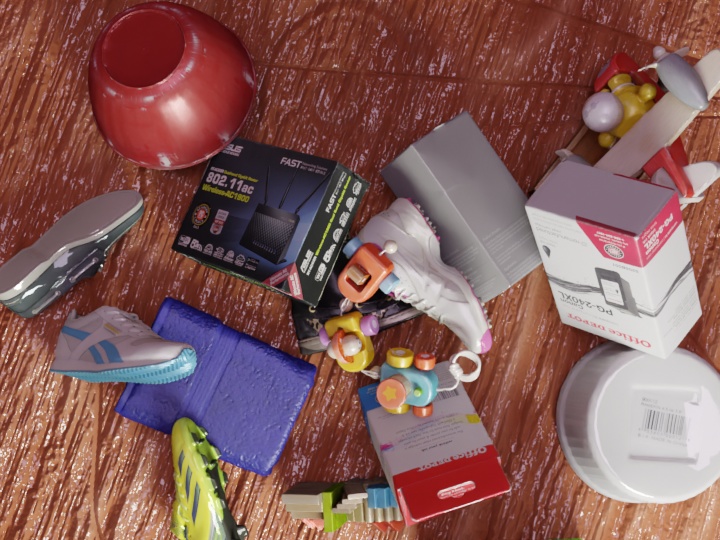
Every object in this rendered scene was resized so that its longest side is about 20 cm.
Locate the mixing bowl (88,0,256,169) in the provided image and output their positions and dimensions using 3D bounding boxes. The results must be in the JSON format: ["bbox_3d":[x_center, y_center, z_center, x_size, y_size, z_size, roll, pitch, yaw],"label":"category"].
[{"bbox_3d":[-0.226,-0.226,1.208,0.200,0.108,0.200,-2,73,8],"label":"mixing bowl"}]

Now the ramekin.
[{"bbox_3d":[0.339,0.177,1.258,0.200,0.098,0.201,0,86,-5],"label":"ramekin"}]

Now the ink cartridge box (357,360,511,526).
[{"bbox_3d":[0.082,0.202,1.187,0.116,0.200,0.067,-16,130,-7],"label":"ink cartridge box"}]

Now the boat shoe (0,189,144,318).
[{"bbox_3d":[-0.330,-0.019,1.244,0.200,0.073,0.062,-38,133,-13],"label":"boat shoe"}]

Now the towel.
[{"bbox_3d":[-0.166,0.135,1.246,0.200,0.050,0.148,25,91,-3],"label":"towel"}]

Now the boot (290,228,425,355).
[{"bbox_3d":[0.000,0.000,1.257,0.200,0.073,0.151,-21,88,-1],"label":"boot"}]

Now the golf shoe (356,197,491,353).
[{"bbox_3d":[0.069,0.018,1.197,0.091,0.075,0.200,-30,73,-12],"label":"golf shoe"}]

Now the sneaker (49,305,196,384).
[{"bbox_3d":[-0.263,0.081,1.184,0.200,0.076,0.081,-1,73,33],"label":"sneaker"}]

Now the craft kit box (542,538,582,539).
[{"bbox_3d":[0.175,0.333,1.181,0.197,0.200,0.049,-3,86,-4],"label":"craft kit box"}]

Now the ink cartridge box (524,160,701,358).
[{"bbox_3d":[0.283,-0.010,1.193,0.083,0.145,0.200,-47,135,-23],"label":"ink cartridge box"}]

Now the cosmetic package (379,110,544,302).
[{"bbox_3d":[0.127,-0.072,1.249,0.107,0.090,0.200,-32,85,-34],"label":"cosmetic package"}]

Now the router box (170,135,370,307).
[{"bbox_3d":[-0.104,-0.060,1.198,0.200,0.062,0.150,18,81,40],"label":"router box"}]

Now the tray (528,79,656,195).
[{"bbox_3d":[0.306,-0.142,1.310,0.099,0.037,0.200,39,83,-1],"label":"tray"}]

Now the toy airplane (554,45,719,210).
[{"bbox_3d":[0.307,-0.150,1.191,0.141,0.199,0.200,15,93,-28],"label":"toy airplane"}]

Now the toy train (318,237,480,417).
[{"bbox_3d":[0.026,0.070,1.158,0.200,0.056,0.150,48,121,7],"label":"toy train"}]

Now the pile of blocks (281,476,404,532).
[{"bbox_3d":[0.012,0.274,1.230,0.200,0.082,0.062,-4,92,-4],"label":"pile of blocks"}]

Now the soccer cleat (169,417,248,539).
[{"bbox_3d":[-0.185,0.264,1.207,0.084,0.065,0.200,-15,102,9],"label":"soccer cleat"}]
